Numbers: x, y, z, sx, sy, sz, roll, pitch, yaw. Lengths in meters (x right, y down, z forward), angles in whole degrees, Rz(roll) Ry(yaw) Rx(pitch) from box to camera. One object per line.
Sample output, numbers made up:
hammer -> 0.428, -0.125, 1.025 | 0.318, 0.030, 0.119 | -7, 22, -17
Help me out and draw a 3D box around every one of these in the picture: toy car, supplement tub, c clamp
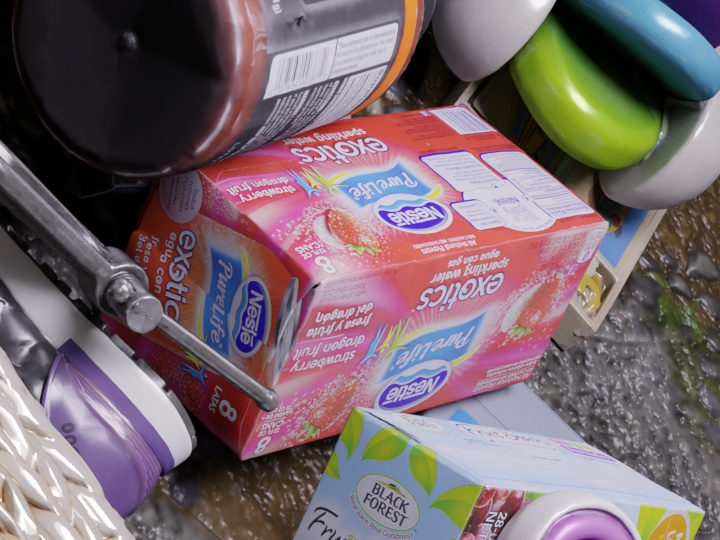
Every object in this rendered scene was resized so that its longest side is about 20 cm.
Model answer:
toy car -> 0.144, -0.145, 1.134 | 0.175, 0.150, 0.200 | 38, 43, -21
supplement tub -> -0.043, -0.104, 0.885 | 0.107, 0.107, 0.200 | 58, 30, 3
c clamp -> -0.131, -0.030, 0.840 | 0.171, 0.027, 0.200 | 45, -3, -40

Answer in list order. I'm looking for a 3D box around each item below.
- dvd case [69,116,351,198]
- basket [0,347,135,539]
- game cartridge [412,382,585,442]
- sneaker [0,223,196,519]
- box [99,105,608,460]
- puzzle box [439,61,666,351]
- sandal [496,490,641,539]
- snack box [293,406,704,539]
dvd case -> -0.069, -0.107, 0.971 | 0.200, 0.025, 0.151 | -4, 83, -61
basket -> -0.178, 0.115, 0.641 | 0.200, 0.198, 0.161 | 54, 38, -1
game cartridge -> 0.054, 0.130, 0.991 | 0.133, 0.040, 0.200 | 41, 42, -12
sneaker -> -0.159, 0.023, 0.818 | 0.200, 0.076, 0.088 | 43, 68, 7
box -> 0.000, 0.000, 0.951 | 0.100, 0.096, 0.200 | 41, 32, 28
puzzle box -> 0.107, -0.064, 1.180 | 0.133, 0.025, 0.200 | 47, 41, -10
sandal -> 0.057, 0.173, 0.708 | 0.082, 0.050, 0.203 | 7, 89, -33
snack box -> 0.025, 0.157, 0.800 | 0.068, 0.201, 0.168 | 30, 8, 34
